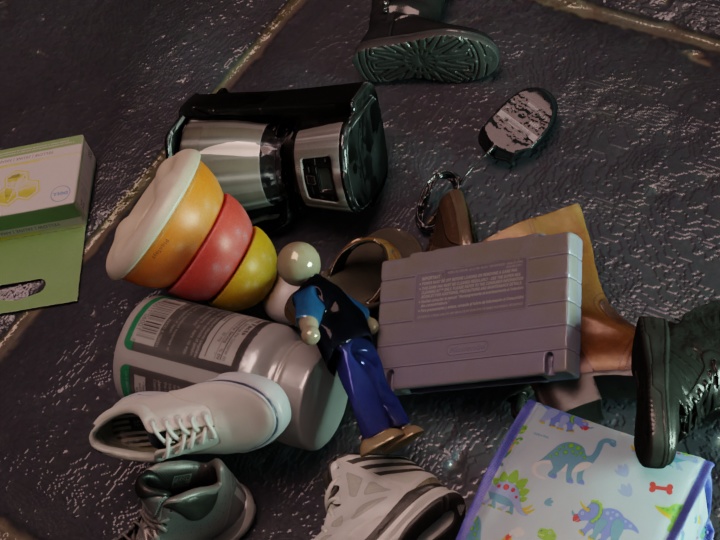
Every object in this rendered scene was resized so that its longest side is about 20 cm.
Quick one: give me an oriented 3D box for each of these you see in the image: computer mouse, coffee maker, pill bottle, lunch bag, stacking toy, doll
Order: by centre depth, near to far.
[{"bbox_3d":[0.168,0.228,1.221,0.169,0.128,0.200,15,49,27],"label":"lunch bag"},{"bbox_3d":[-0.017,0.062,1.343,0.048,0.136,0.201,-33,73,22],"label":"doll"},{"bbox_3d":[-0.118,0.096,1.425,0.198,0.113,0.114,13,58,26],"label":"pill bottle"},{"bbox_3d":[-0.131,-0.007,1.487,0.146,0.199,0.146,-49,16,19],"label":"stacking toy"},{"bbox_3d":[0.127,-0.109,1.568,0.200,0.034,0.059,-44,69,-11],"label":"computer mouse"},{"bbox_3d":[-0.077,-0.135,1.581,0.198,0.135,0.193,-1,52,16],"label":"coffee maker"}]

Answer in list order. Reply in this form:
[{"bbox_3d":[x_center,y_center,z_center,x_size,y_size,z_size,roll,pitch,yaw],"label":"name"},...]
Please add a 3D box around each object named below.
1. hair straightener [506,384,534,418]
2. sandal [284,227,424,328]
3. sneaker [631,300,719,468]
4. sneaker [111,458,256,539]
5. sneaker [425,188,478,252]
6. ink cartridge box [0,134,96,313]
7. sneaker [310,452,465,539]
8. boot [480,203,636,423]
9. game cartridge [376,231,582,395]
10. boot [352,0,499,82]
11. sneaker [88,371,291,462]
[{"bbox_3d":[0.180,0.059,1.405,0.076,0.041,0.201,4,54,21],"label":"hair straightener"},{"bbox_3d":[0.000,0.000,1.461,0.081,0.055,0.200,31,36,24],"label":"sandal"},{"bbox_3d":[0.272,0.088,1.240,0.103,0.060,0.200,9,34,1],"label":"sneaker"},{"bbox_3d":[-0.193,0.225,1.344,0.199,0.116,0.075,-35,52,-11],"label":"sneaker"},{"bbox_3d":[0.076,0.007,1.460,0.075,0.071,0.201,-11,50,9],"label":"sneaker"},{"bbox_3d":[-0.366,-0.048,1.664,0.144,0.048,0.201,-9,48,10],"label":"ink cartridge box"},{"bbox_3d":[-0.017,0.232,1.324,0.200,0.076,0.115,-33,41,-20],"label":"sneaker"},{"bbox_3d":[0.220,0.030,1.382,0.187,0.069,0.201,-20,57,4],"label":"boot"},{"bbox_3d":[0.103,0.039,1.365,0.199,0.038,0.131,-8,65,35],"label":"game cartridge"},{"bbox_3d":[0.088,-0.299,1.710,0.163,0.066,0.201,3,49,17],"label":"boot"},{"bbox_3d":[-0.151,0.138,1.348,0.199,0.074,0.071,-13,14,34],"label":"sneaker"}]
